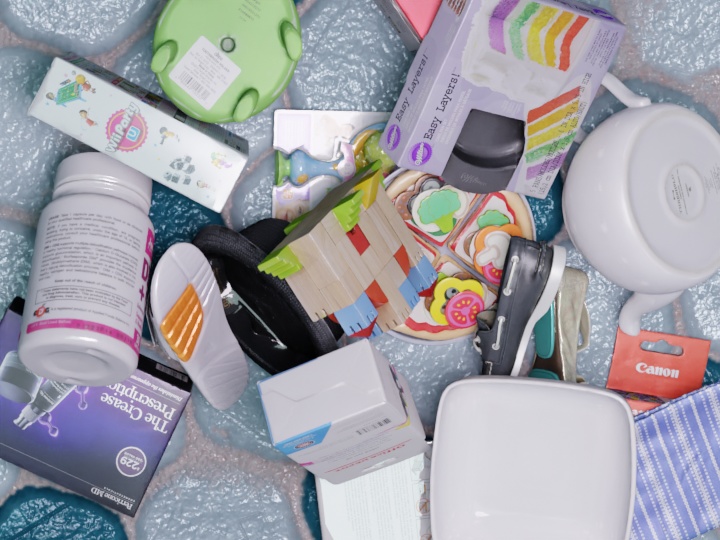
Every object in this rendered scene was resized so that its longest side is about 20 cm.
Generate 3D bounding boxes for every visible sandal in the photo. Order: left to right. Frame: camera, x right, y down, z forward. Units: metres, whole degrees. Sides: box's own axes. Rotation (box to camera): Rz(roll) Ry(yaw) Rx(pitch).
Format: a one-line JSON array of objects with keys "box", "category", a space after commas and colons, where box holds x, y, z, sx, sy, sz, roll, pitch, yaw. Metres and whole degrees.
[{"box": [-0.172, 0.057, 1.628, 0.079, 0.059, 0.208, -47, 138, -29], "category": "sandal"}]

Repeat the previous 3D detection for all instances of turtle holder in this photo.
[{"box": [-0.124, -0.233, 1.587, 0.139, 0.132, 0.188, 10, 95, -5], "category": "turtle holder"}]

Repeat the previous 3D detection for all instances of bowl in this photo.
[{"box": [0.171, 0.197, 1.629, 0.197, 0.075, 0.202, 5, 102, 11], "category": "bowl"}]

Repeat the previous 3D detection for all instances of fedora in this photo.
[{"box": [-0.072, 0.019, 1.628, 0.092, 0.200, 0.201, -44, 100, -29], "category": "fedora"}]

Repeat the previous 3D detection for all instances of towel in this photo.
[{"box": [0.305, 0.213, 1.685, 0.198, 0.024, 0.146, -23, 99, -2], "category": "towel"}]

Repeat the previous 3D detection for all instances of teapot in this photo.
[{"box": [0.268, -0.070, 1.643, 0.197, 0.146, 0.201, 33, 67, -28], "category": "teapot"}]

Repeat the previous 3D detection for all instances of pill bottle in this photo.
[{"box": [-0.256, -0.002, 1.576, 0.112, 0.114, 0.202, 7, 64, -6], "category": "pill bottle"}]

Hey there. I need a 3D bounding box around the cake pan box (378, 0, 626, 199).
[{"box": [0.133, -0.171, 1.570, 0.183, 0.052, 0.201, 12, 115, -31], "category": "cake pan box"}]

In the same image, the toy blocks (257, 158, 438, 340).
[{"box": [0.000, 0.000, 1.552, 0.099, 0.200, 0.137, -26, 103, 33], "category": "toy blocks"}]

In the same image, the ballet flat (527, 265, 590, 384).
[{"box": [0.207, 0.095, 1.694, 0.062, 0.067, 0.202, -1, 100, -27], "category": "ballet flat"}]

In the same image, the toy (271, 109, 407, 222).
[{"box": [0.012, -0.099, 1.658, 0.198, 0.047, 0.116, 1, 99, -5], "category": "toy"}]

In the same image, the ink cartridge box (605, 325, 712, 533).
[{"box": [0.302, 0.167, 1.716, 0.108, 0.050, 0.202, 9, 97, -6], "category": "ink cartridge box"}]

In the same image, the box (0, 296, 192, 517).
[{"box": [-0.284, 0.135, 1.647, 0.199, 0.079, 0.142, 25, 97, -8], "category": "box"}]

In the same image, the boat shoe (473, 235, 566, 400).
[{"box": [0.144, 0.053, 1.660, 0.060, 0.076, 0.202, 17, 115, -4], "category": "boat shoe"}]

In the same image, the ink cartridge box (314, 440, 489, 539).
[{"box": [0.047, 0.270, 1.709, 0.174, 0.045, 0.202, -7, 98, -4], "category": "ink cartridge box"}]

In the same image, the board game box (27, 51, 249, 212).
[{"box": [-0.207, -0.135, 1.585, 0.199, 0.148, 0.065, 28, 96, -7], "category": "board game box"}]

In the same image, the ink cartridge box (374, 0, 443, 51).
[{"box": [0.113, -0.299, 1.578, 0.199, 0.176, 0.084, -36, 98, 1], "category": "ink cartridge box"}]

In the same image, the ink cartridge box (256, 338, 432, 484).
[{"box": [-0.011, 0.140, 1.587, 0.114, 0.200, 0.068, -21, 68, 8], "category": "ink cartridge box"}]

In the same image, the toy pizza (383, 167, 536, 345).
[{"box": [0.084, -0.017, 1.659, 0.198, 0.032, 0.202, -5, 110, -13], "category": "toy pizza"}]
